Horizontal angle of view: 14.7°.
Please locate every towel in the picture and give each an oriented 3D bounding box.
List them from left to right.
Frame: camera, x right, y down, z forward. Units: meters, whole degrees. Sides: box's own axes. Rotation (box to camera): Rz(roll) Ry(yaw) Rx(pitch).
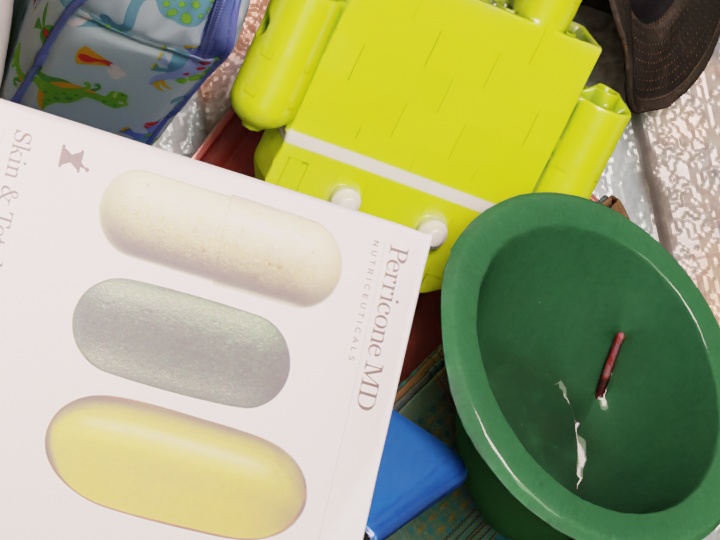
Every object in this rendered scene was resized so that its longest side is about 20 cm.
[{"bbox_3d":[0.080,0.079,1.325,0.200,0.022,0.147,-42,123,-23],"label":"towel"}]

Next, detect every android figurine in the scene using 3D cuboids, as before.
[{"bbox_3d":[0.028,-0.070,1.266,0.181,0.041,0.201,21,107,-22],"label":"android figurine"}]

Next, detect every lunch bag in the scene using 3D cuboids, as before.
[{"bbox_3d":[-0.096,-0.146,1.218,0.082,0.200,0.162,15,64,-16],"label":"lunch bag"}]

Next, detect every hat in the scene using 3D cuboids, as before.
[{"bbox_3d":[0.067,0.091,1.295,0.165,0.176,0.201,4,63,-32],"label":"hat"},{"bbox_3d":[0.122,-0.180,1.348,0.080,0.200,0.202,9,81,23],"label":"hat"}]

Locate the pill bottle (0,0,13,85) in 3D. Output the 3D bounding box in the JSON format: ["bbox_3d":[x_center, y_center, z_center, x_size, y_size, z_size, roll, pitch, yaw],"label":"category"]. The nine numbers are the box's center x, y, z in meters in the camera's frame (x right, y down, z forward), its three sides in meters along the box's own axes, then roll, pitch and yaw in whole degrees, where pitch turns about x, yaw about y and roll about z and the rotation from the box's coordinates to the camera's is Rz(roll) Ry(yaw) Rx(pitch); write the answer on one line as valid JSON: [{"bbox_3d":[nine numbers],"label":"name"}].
[{"bbox_3d":[-0.257,-0.117,1.222,0.199,0.104,0.105,7,84,-17],"label":"pill bottle"}]

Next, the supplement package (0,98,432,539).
[{"bbox_3d":[-0.105,0.036,1.026,0.199,0.150,0.153,17,79,-20],"label":"supplement package"}]

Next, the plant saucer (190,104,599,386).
[{"bbox_3d":[0.000,0.000,1.330,0.200,0.037,0.200,40,76,-12],"label":"plant saucer"}]

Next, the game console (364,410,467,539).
[{"bbox_3d":[-0.084,0.094,1.193,0.199,0.118,0.171,32,84,18],"label":"game console"}]
